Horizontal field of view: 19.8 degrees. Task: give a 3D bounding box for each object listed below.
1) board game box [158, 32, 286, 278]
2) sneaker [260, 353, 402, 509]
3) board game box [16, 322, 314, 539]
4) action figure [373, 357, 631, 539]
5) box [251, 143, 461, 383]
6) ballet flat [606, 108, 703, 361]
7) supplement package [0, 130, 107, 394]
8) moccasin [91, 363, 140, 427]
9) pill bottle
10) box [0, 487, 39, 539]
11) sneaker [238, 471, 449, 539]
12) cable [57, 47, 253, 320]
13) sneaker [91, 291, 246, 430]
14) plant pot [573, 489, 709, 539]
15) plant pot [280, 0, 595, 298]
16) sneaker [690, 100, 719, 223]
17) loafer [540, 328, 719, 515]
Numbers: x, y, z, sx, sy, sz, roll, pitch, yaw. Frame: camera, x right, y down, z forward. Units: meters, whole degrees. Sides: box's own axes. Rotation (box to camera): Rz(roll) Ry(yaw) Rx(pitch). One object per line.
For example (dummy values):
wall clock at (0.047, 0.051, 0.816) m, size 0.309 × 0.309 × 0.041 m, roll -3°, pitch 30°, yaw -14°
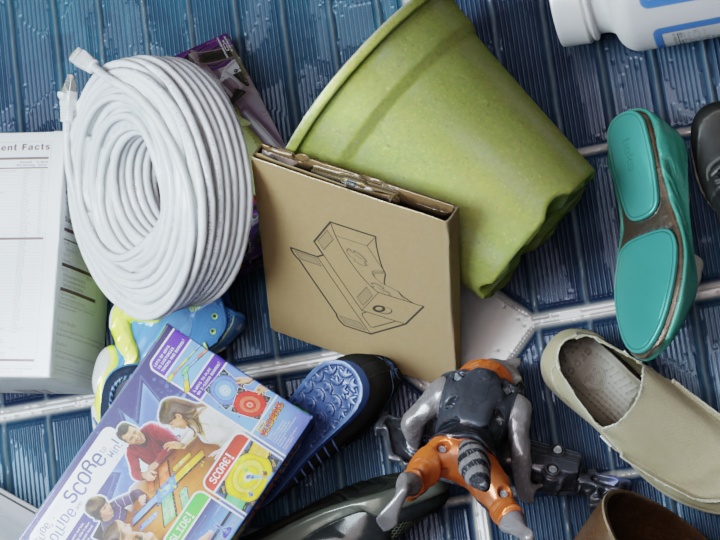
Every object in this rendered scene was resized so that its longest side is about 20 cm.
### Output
board game box at (-0.120, -0.088, 1.668) m, size 0.120 × 0.032 × 0.200 m, roll -27°, pitch 66°, yaw -3°
sneaker at (-0.048, 0.132, 1.619) m, size 0.200 × 0.078 × 0.070 m, roll -38°, pitch 74°, yaw 29°
board game box at (-0.144, 0.158, 1.537) m, size 0.135 × 0.034 × 0.200 m, roll 33°, pitch 78°, yaw 9°
action figure at (0.108, 0.135, 1.526) m, size 0.200 × 0.105 × 0.194 m, roll 10°, pitch 37°, yaw 1°
box at (0.000, 0.000, 1.566) m, size 0.163 × 0.200 × 0.021 m, roll 19°, pitch 52°, yaw 19°
ballet flat at (0.230, -0.026, 1.560) m, size 0.067 × 0.070 × 0.200 m, roll -21°, pitch 64°, yaw 44°
supplement package at (-0.274, -0.005, 1.680) m, size 0.114 × 0.110 × 0.200 m, roll 0°, pitch 80°, yaw 16°
moccasin at (-0.154, 0.171, 1.599) m, size 0.080 × 0.068 × 0.200 m, roll -14°, pitch 103°, yaw -2°
pill bottle at (0.245, -0.230, 1.576) m, size 0.200 × 0.112 × 0.112 m, roll -9°, pitch 77°, yaw 13°
box at (-0.288, 0.237, 1.612) m, size 0.200 × 0.060 × 0.117 m, roll 20°, pitch 60°, yaw 39°
sneaker at (-0.010, 0.231, 1.586) m, size 0.199 × 0.076 × 0.114 m, roll -27°, pitch 96°, yaw -7°
cable at (-0.157, -0.064, 1.574) m, size 0.200 × 0.069 × 0.200 m, roll 20°, pitch 111°, yaw 50°
sneaker at (-0.151, 0.065, 1.651) m, size 0.105 × 0.076 × 0.200 m, roll 4°, pitch 80°, yaw 16°
plant pot at (0.179, 0.293, 1.475) m, size 0.187 × 0.187 × 0.200 m, roll 47°, pitch 108°, yaw 18°
plant pot at (0.070, -0.084, 1.571) m, size 0.184 × 0.200 × 0.200 m, roll 42°, pitch 93°, yaw 7°
sneaker at (0.301, -0.043, 1.537) m, size 0.076 × 0.088 × 0.200 m, roll -23°, pitch 74°, yaw 11°
loafer at (0.214, 0.113, 1.543) m, size 0.200 × 0.068 × 0.076 m, roll 34°, pitch 90°, yaw 19°
